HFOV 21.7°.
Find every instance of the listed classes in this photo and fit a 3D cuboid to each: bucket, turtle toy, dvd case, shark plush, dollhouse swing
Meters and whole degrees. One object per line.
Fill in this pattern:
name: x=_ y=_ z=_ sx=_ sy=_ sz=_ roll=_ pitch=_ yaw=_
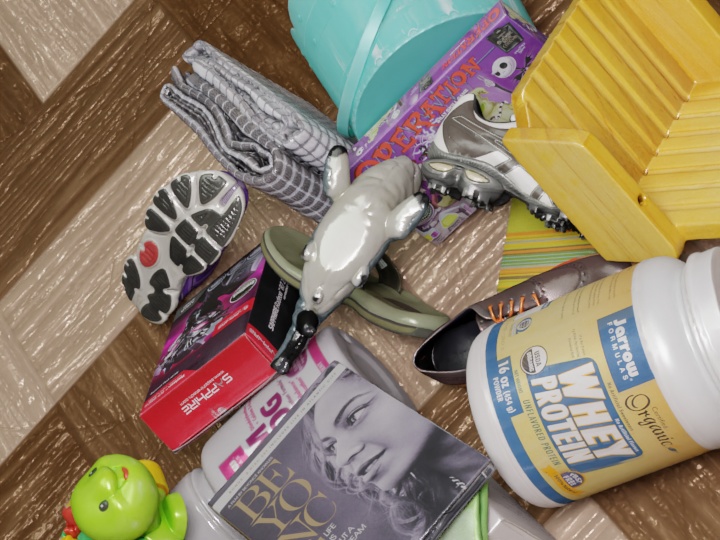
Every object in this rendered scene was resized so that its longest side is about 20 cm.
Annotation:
bucket: x=0.049 y=-0.196 z=1.596 sx=0.207 sy=0.207 sz=0.135 roll=-38 pitch=53 yaw=15
turtle toy: x=-0.191 y=0.222 z=1.483 sx=0.146 sy=0.101 sz=0.201 roll=63 pitch=144 yaw=41
dvd case: x=-0.011 y=0.157 z=1.366 sx=0.149 sy=0.016 sz=0.200 roll=-48 pitch=38 yaw=-10
shark plush: x=-0.004 y=-0.002 z=1.503 sx=0.090 sy=0.083 sz=0.201 roll=18 pitch=83 yaw=11
dollhouse swing: x=0.249 y=-0.128 z=1.389 sx=0.175 sy=0.182 sz=0.200 roll=-20 pitch=29 yaw=52

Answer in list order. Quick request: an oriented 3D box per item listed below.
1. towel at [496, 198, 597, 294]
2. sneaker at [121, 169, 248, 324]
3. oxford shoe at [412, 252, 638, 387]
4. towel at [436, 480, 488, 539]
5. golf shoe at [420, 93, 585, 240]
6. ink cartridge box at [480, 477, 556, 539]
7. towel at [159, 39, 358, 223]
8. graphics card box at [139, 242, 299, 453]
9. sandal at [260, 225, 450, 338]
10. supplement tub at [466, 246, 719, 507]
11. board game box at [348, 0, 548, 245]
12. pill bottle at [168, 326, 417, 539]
towel: x=0.165 y=-0.053 z=1.550 sx=0.086 sy=0.018 sz=0.201 roll=-3 pitch=64 yaw=31
sneaker: x=-0.152 y=-0.034 z=1.696 sx=0.083 sy=0.081 sz=0.200 roll=-39 pitch=-5 yaw=-41
oxford shoe: x=0.131 y=0.042 z=1.470 sx=0.199 sy=0.072 sz=0.071 roll=-31 pitch=74 yaw=27
towel: x=0.002 y=0.220 z=1.341 sx=0.199 sy=0.031 sz=0.150 roll=-17 pitch=59 yaw=30
golf shoe: x=0.151 y=-0.081 z=1.483 sx=0.199 sy=0.078 sz=0.095 roll=18 pitch=85 yaw=7
ink cartridge box: x=0.056 y=0.209 z=1.412 sx=0.129 sy=0.125 sz=0.200 roll=-52 pitch=46 yaw=3
towel: x=-0.073 y=-0.110 z=1.663 sx=0.200 sy=0.165 sz=0.086 roll=39 pitch=98 yaw=44
graphics card box: x=-0.115 y=0.059 z=1.612 sx=0.125 sy=0.051 sz=0.200 roll=-38 pitch=16 yaw=21
sandal: x=0.001 y=0.000 z=1.598 sx=0.200 sy=0.080 sz=0.058 roll=26 pitch=110 yaw=34
supplement tub: x=0.193 y=0.076 z=1.366 sx=0.199 sy=0.145 sz=0.145 roll=-25 pitch=53 yaw=25
board game box: x=0.088 y=-0.118 z=1.549 sx=0.200 sy=0.120 sz=0.032 roll=-44 pitch=29 yaw=23
pill bottle: x=-0.058 y=0.152 z=1.540 sx=0.200 sy=0.113 sz=0.113 roll=-45 pitch=47 yaw=9
